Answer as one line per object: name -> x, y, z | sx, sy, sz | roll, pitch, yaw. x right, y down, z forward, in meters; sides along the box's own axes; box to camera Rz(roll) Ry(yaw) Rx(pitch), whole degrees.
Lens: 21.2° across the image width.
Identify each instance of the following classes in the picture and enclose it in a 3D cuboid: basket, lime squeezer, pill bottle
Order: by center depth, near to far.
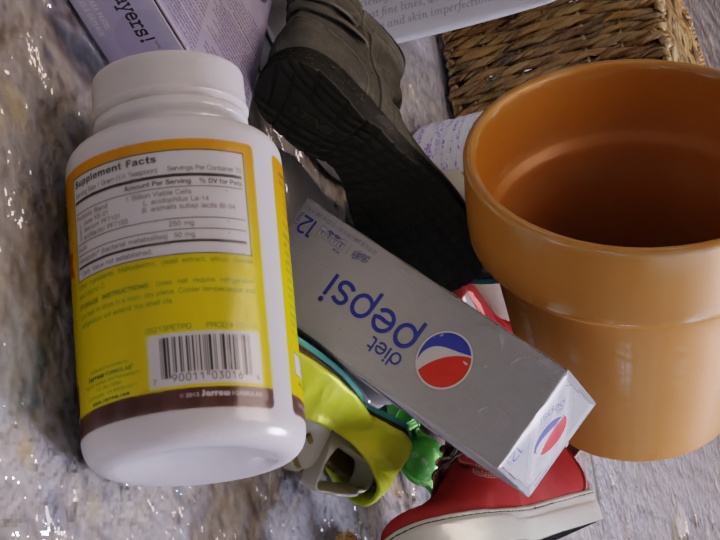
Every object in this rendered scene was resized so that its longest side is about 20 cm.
pill bottle -> -0.088, -0.002, 0.945 | 0.109, 0.109, 0.201 | 32, 48, -62
lime squeezer -> 0.053, 0.115, 1.304 | 0.038, 0.070, 0.201 | -36, 125, -48
basket -> 0.184, -0.177, 1.639 | 0.149, 0.199, 0.143 | 20, 58, -63

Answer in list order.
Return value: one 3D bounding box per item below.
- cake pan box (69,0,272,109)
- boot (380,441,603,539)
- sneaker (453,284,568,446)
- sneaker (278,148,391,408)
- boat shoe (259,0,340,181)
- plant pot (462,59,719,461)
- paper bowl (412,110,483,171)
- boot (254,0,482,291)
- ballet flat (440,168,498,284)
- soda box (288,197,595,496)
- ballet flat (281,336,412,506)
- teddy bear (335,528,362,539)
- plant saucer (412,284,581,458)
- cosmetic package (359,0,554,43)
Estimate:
cake pan box -> -0.114, -0.193, 1.078 | 0.185, 0.052, 0.200 | -85, 154, -43
boot -> 0.058, 0.105, 1.158 | 0.200, 0.072, 0.145 | -5, 69, -56
sneaker -> 0.101, 0.055, 1.338 | 0.116, 0.078, 0.200 | -48, 135, -31
sneaker -> 0.000, 0.000, 1.206 | 0.075, 0.088, 0.200 | -75, 146, -49
boat shoe -> -0.012, -0.130, 1.275 | 0.200, 0.070, 0.071 | 56, 29, -44
plant pot -> 0.162, 0.004, 1.137 | 0.200, 0.199, 0.184 | -75, 164, -52
paper bowl -> 0.115, -0.026, 1.506 | 0.201, 0.104, 0.201 | -12, 90, -71
boot -> 0.016, -0.092, 1.172 | 0.200, 0.068, 0.131 | 50, 30, -26
ballet flat -> 0.048, -0.036, 1.275 | 0.200, 0.072, 0.072 | 21, -49, 69
soda box -> 0.031, 0.042, 1.089 | 0.068, 0.200, 0.063 | -54, 150, -5
ballet flat -> -0.025, 0.092, 1.135 | 0.067, 0.067, 0.200 | -66, 150, -12
teddy bear -> -0.006, 0.249, 1.097 | 0.145, 0.067, 0.200 | -68, 148, -42
plant saucer -> 0.104, 0.064, 1.396 | 0.200, 0.034, 0.201 | -7, 101, -35
cosmetic package -> 0.073, -0.271, 1.452 | 0.200, 0.164, 0.165 | -36, 112, -67
